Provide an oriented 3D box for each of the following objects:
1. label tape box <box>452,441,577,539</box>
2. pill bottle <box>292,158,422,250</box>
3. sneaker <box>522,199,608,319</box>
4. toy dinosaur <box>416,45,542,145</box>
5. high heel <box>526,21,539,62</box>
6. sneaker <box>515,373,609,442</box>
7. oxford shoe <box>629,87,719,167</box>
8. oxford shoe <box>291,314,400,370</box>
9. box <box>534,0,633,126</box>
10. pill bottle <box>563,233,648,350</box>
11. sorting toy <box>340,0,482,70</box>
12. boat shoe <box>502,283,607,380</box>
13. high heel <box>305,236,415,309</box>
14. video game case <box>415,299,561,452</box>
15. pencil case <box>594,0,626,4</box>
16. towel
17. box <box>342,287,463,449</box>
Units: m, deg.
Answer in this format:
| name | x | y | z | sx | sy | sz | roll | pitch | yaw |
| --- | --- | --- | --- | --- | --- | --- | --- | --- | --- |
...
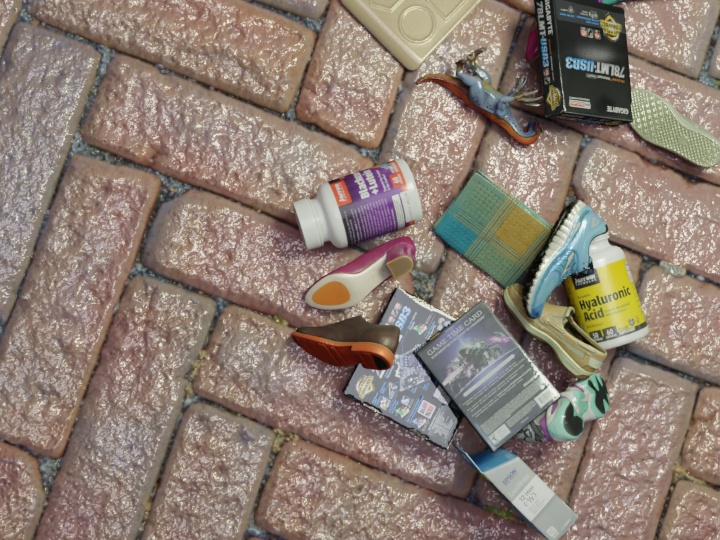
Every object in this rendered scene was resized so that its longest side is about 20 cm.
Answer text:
| name | x | y | z | sx | sy | sz | roll | pitch | yaw |
| --- | --- | --- | --- | --- | --- | --- | --- | --- | --- |
| label tape box | 0.245 | 0.338 | 1.523 | 0.066 | 0.143 | 0.200 | -43 | 91 | -5 |
| pill bottle | -0.007 | -0.103 | 1.542 | 0.198 | 0.111 | 0.113 | -19 | 88 | -6 |
| sneaker | 0.328 | -0.007 | 1.493 | 0.089 | 0.078 | 0.202 | 29 | 100 | 0 |
| toy dinosaur | 0.229 | -0.290 | 1.610 | 0.198 | 0.105 | 0.183 | -17 | 105 | 33 |
| high heel | 0.305 | -0.459 | 1.606 | 0.095 | 0.067 | 0.202 | 30 | 80 | -12 |
| sneaker | 0.323 | 0.233 | 1.565 | 0.139 | 0.199 | 0.079 | -19 | 88 | 39 |
| oxford shoe | 0.540 | -0.246 | 1.628 | 0.199 | 0.058 | 0.076 | 36 | 116 | 11 |
| oxford shoe | -0.023 | 0.111 | 1.526 | 0.198 | 0.071 | 0.073 | 8 | 56 | 31 |
| box | 0.378 | -0.351 | 1.572 | 0.198 | 0.049 | 0.202 | -1 | 84 | -39 |
| pill bottle | 0.401 | 0.026 | 1.570 | 0.110 | 0.111 | 0.203 | -18 | 88 | -6 |
| sorting toy | 0.093 | -0.475 | 1.613 | 0.185 | 0.036 | 0.200 | 44 | 89 | -1 |
| boat shoe | 0.325 | 0.084 | 1.546 | 0.200 | 0.071 | 0.076 | 44 | 126 | 12 |
| high heel | 0.000 | 0.000 | 1.573 | 0.198 | 0.096 | 0.068 | -28 | 110 | 14 |
| video game case | 0.204 | 0.167 | 1.503 | 0.142 | 0.019 | 0.201 | -37 | 72 | -7 |
| pencil case | 0.486 | -0.511 | 1.616 | 0.197 | 0.092 | 0.086 | -11 | 104 | -4 |
| towel | 0.233 | -0.059 | 1.568 | 0.199 | 0.022 | 0.147 | 37 | 124 | -3 |
| box | 0.100 | 0.162 | 1.560 | 0.197 | 0.050 | 0.202 | 27 | 84 | -1 |
